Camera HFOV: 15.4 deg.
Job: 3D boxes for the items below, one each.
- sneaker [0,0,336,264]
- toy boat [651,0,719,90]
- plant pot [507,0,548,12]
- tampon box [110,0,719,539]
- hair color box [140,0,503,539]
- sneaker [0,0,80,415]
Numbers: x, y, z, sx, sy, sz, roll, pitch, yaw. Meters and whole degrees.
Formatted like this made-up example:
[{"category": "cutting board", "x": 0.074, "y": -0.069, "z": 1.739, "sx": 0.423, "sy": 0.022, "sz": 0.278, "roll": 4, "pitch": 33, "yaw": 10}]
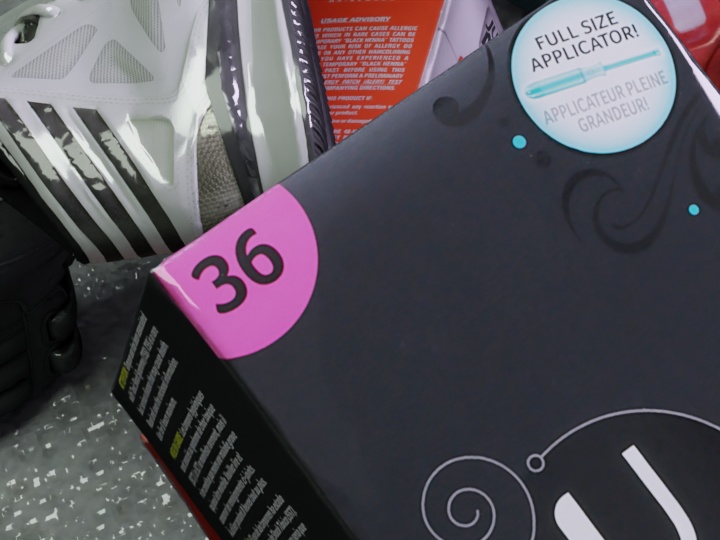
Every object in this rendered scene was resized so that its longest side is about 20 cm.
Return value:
[{"category": "sneaker", "x": -0.076, "y": -0.091, "z": 0.807, "sx": 0.115, "sy": 0.076, "sz": 0.201, "roll": -12, "pitch": 58, "yaw": 3}, {"category": "toy boat", "x": 0.132, "y": -0.068, "z": 0.805, "sx": 0.200, "sy": 0.131, "sz": 0.131, "roll": -23, "pitch": 47, "yaw": 3}, {"category": "plant pot", "x": 0.092, "y": -0.191, "z": 0.920, "sx": 0.200, "sy": 0.200, "sz": 0.188, "roll": 27, "pitch": 78, "yaw": 36}, {"category": "tampon box", "x": 0.055, "y": 0.054, "z": 0.693, "sx": 0.150, "sy": 0.126, "sz": 0.200, "roll": -35, "pitch": 83, "yaw": -18}, {"category": "hair color box", "x": 0.000, "y": 0.000, "z": 0.850, "sx": 0.061, "sy": 0.102, "sz": 0.200, "roll": 0, "pitch": 52, "yaw": 23}, {"category": "sneaker", "x": -0.108, "y": -0.020, "z": 0.898, "sx": 0.200, "sy": 0.099, "sz": 0.071, "roll": -35, "pitch": 49, "yaw": 7}]
